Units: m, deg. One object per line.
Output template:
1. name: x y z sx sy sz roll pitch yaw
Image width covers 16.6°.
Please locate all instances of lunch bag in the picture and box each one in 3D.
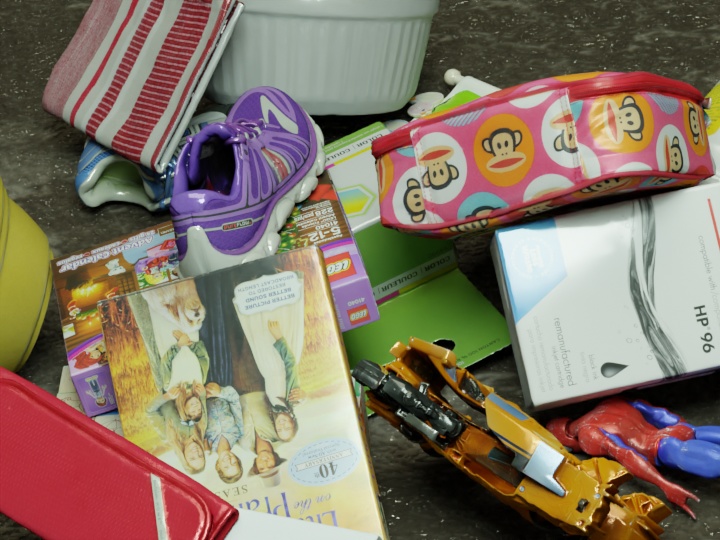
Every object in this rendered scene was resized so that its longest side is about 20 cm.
1. lunch bag: 0.124 -0.069 1.583 0.199 0.082 0.176 -13 -8 30

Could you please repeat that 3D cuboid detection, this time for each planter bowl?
1. planter bowl: -0.262 0.016 1.677 0.083 0.201 0.201 17 30 -19

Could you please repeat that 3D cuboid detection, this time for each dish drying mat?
1. dish drying mat: -0.168 0.126 1.460 0.200 0.018 0.077 27 76 29

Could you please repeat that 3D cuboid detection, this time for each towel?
1. towel: -0.166 -0.161 1.835 0.023 0.144 0.200 24 3 -35

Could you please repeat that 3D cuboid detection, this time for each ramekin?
1. ramekin: -0.041 -0.176 1.890 0.202 0.095 0.202 2 12 -1

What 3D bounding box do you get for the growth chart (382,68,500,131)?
1. growth chart: 0.059 -0.085 1.850 0.144 0.018 0.200 19 46 33

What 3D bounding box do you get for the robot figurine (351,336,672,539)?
1. robot figurine: 0.086 0.106 1.483 0.200 0.145 0.058 33 85 33

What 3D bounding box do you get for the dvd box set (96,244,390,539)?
1. dvd box set: -0.071 0.097 1.496 0.146 0.029 0.201 -14 74 5

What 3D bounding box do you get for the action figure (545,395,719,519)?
1. action figure: 0.203 0.112 1.517 0.199 0.052 0.065 9 33 31

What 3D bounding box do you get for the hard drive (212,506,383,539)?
1. hard drive: -0.095 0.200 1.425 0.199 0.027 0.132 8 69 23

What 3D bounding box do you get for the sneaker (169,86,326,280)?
1. sneaker: -0.076 -0.071 1.601 0.080 0.084 0.200 -8 30 15

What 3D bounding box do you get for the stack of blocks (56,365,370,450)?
1. stack of blocks: -0.095 0.110 1.574 0.199 0.059 0.115 -5 35 6

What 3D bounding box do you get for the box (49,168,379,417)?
1. box: -0.098 0.012 1.608 0.199 0.039 0.137 -19 36 -2

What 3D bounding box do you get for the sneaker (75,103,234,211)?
1. sneaker: -0.122 -0.076 1.843 0.199 0.076 0.077 -2 40 26

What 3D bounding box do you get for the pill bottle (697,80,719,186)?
1. pill bottle: 0.264 -0.065 1.697 0.114 0.115 0.200 15 41 30

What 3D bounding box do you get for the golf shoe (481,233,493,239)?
1. golf shoe: 0.136 -0.086 1.752 0.075 0.092 0.200 17 26 32

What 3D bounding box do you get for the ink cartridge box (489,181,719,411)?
1. ink cartridge box: 0.192 0.012 1.557 0.199 0.116 0.068 -13 -7 -2

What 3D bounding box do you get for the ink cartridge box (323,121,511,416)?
1. ink cartridge box: 0.000 0.000 1.682 0.147 0.076 0.200 -25 38 -12
